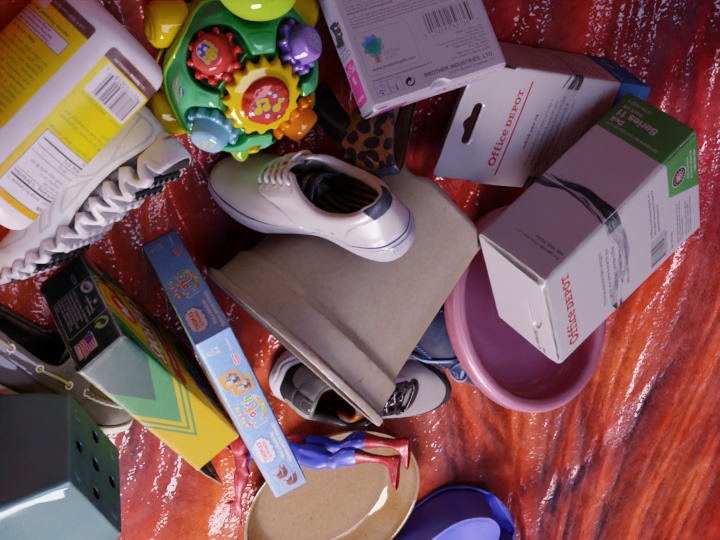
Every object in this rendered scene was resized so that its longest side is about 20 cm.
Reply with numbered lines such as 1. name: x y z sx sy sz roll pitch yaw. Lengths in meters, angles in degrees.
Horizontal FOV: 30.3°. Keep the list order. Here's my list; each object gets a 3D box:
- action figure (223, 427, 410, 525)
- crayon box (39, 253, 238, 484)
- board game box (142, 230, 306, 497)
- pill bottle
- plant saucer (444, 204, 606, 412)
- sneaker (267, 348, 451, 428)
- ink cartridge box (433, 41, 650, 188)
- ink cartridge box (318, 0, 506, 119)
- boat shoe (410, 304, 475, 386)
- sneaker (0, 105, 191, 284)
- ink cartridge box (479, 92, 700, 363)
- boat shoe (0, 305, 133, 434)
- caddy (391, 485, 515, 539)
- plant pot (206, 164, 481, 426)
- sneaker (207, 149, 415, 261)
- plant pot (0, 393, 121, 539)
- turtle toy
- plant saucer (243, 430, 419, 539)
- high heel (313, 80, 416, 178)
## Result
1. action figure: -0.056 0.195 1.271 0.199 0.065 0.100 9 109 15
2. crayon box: -0.179 0.087 1.144 0.051 0.127 0.200 -40 133 1
3. board game box: -0.117 0.082 1.158 0.036 0.151 0.201 -29 131 -8
4. pill bottle: -0.246 -0.107 0.968 0.200 0.109 0.109 -47 132 -3
5. plant saucer: 0.154 0.037 1.294 0.200 0.051 0.202 5 82 -36
6. sneaker: 0.008 0.124 1.307 0.199 0.079 0.074 5 117 -33
7. ink cartridge box: 0.151 -0.140 1.210 0.199 0.068 0.116 3 120 -32
8. ink cartridge box: 0.023 -0.232 1.044 0.119 0.042 0.201 -20 89 -16
9. boat shoe: 0.124 0.078 1.345 0.199 0.069 0.084 19 111 -37
10. sneaker: -0.229 -0.061 1.058 0.200 0.075 0.081 -36 90 15
11. ink cartridge box: 0.208 -0.035 1.192 0.200 0.083 0.147 -42 147 -15
12. boat shoe: -0.265 0.080 1.127 0.201 0.072 0.060 28 110 -35
13. caddy: 0.089 0.331 1.481 0.200 0.105 0.142 -35 109 -4
14. plant pot: 0.000 0.000 1.158 0.184 0.200 0.200 -49 132 -5
15. sneaker: -0.045 -0.069 1.074 0.073 0.199 0.071 -58 146 -26
16. plant pot: -0.305 0.191 1.089 0.199 0.142 0.142 -20 136 9
17. turtle toy: -0.088 -0.171 1.032 0.145 0.101 0.201 -11 126 -23
18. plant saucer: -0.034 0.239 1.390 0.199 0.035 0.201 -15 127 -20
19. high heel: 0.053 -0.165 1.088 0.200 0.143 0.071 -45 132 5
